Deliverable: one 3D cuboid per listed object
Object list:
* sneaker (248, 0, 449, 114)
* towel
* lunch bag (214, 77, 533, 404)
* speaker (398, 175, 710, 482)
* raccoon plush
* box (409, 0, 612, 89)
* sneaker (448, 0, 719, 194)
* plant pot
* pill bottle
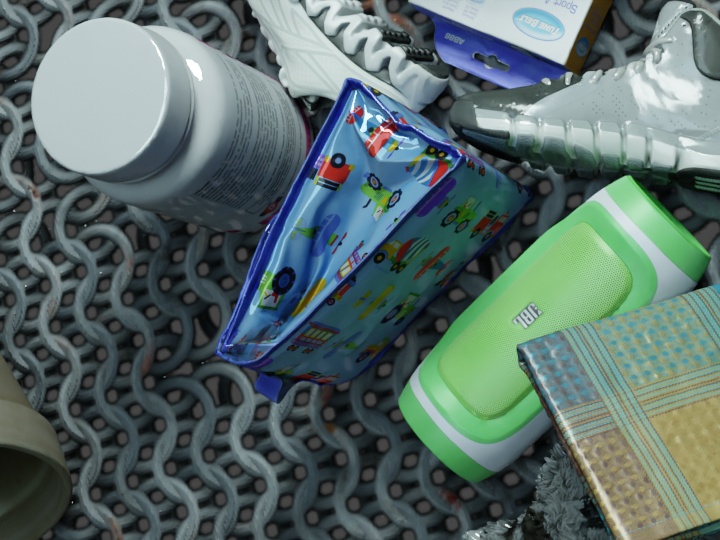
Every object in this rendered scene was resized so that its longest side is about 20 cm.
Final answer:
[{"bbox_3d":[-0.035,-0.157,1.117,0.200,0.075,0.081,43,111,23],"label":"sneaker"},{"bbox_3d":[0.205,0.074,0.941,0.199,0.022,0.147,-15,56,-16],"label":"towel"},{"bbox_3d":[0.000,0.000,1.038,0.094,0.150,0.200,37,97,22],"label":"lunch bag"},{"bbox_3d":[0.117,0.036,1.022,0.200,0.088,0.088,-45,70,11],"label":"speaker"},{"bbox_3d":[0.164,0.127,1.013,0.200,0.134,0.097,-10,96,52],"label":"raccoon plush"},{"bbox_3d":[0.116,-0.219,1.077,0.119,0.041,0.200,25,91,22],"label":"box"},{"bbox_3d":[0.160,-0.117,1.027,0.199,0.075,0.116,10,83,6],"label":"sneaker"},{"bbox_3d":[-0.317,0.100,1.148,0.200,0.200,0.174,-33,57,15],"label":"plant pot"},{"bbox_3d":[-0.117,-0.092,1.068,0.113,0.200,0.114,-3,83,21],"label":"pill bottle"}]
